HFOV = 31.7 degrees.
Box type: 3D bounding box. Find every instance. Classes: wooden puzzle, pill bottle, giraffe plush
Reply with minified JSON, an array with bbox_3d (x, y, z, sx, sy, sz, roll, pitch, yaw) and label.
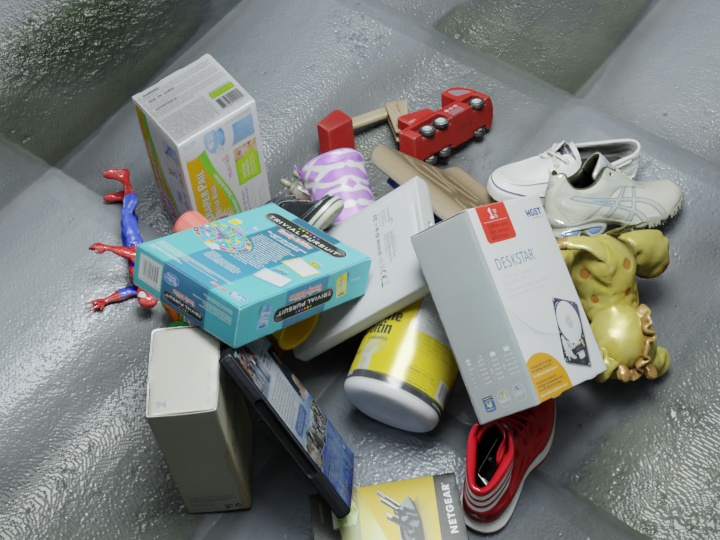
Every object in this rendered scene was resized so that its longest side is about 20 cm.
[{"bbox_3d":[0.117,-0.071,1.504,0.185,0.199,0.047,41,108,27],"label":"wooden puzzle"},{"bbox_3d":[0.066,0.065,1.391,0.111,0.112,0.202,17,68,15],"label":"pill bottle"},{"bbox_3d":[0.278,0.045,1.408,0.170,0.200,0.165,-8,83,-11],"label":"giraffe plush"}]

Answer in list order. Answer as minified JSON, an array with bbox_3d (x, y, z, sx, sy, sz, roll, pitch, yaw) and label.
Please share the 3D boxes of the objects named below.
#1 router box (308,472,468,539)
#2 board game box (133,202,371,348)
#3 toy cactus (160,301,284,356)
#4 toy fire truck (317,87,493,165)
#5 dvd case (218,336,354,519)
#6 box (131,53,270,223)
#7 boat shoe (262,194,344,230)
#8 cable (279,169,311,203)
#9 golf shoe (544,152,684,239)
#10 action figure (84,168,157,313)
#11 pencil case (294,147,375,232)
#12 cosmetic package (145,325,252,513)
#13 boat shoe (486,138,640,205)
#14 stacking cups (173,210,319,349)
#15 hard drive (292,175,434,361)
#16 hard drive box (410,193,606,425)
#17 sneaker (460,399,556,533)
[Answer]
[{"bbox_3d":[0.037,0.312,1.267,0.155,0.053,0.202,-9,53,-4],"label":"router box"},{"bbox_3d":[-0.109,0.000,1.305,0.150,0.047,0.199,29,32,31],"label":"board game box"},{"bbox_3d":[-0.174,0.097,1.427,0.199,0.102,0.166,35,80,22],"label":"toy cactus"},{"bbox_3d":[0.058,-0.187,1.633,0.199,0.049,0.140,-32,42,-31],"label":"toy fire truck"},{"bbox_3d":[-0.071,0.142,1.280,0.017,0.201,0.143,-33,12,10],"label":"dvd case"},{"bbox_3d":[-0.185,-0.134,1.516,0.112,0.201,0.101,-33,58,-19],"label":"box"},{"bbox_3d":[-0.090,-0.052,1.460,0.074,0.199,0.063,-40,100,-35],"label":"boat shoe"},{"bbox_3d":[-0.014,-0.059,1.546,0.198,0.051,0.098,17,52,15],"label":"cable"},{"bbox_3d":[0.305,-0.095,1.513,0.198,0.099,0.078,-16,20,-26],"label":"golf shoe"},{"bbox_3d":[-0.299,-0.028,1.526,0.098,0.066,0.201,-13,52,-18],"label":"action figure"},{"bbox_3d":[-0.014,-0.042,1.491,0.085,0.084,0.203,-19,69,16],"label":"pencil case"},{"bbox_3d":[-0.161,0.155,1.298,0.072,0.201,0.105,-5,53,3],"label":"cosmetic package"},{"bbox_3d":[0.252,-0.130,1.568,0.197,0.066,0.074,-11,48,-15],"label":"boat shoe"},{"bbox_3d":[-0.128,0.002,1.403,0.060,0.061,0.200,-35,60,-22],"label":"stacking cups"},{"bbox_3d":[0.000,0.000,1.385,0.199,0.027,0.133,-30,52,31],"label":"hard drive"},{"bbox_3d":[0.152,0.036,1.295,0.155,0.076,0.202,-16,82,-53],"label":"hard drive box"},{"bbox_3d":[0.162,0.167,1.330,0.077,0.116,0.202,15,57,12],"label":"sneaker"}]
